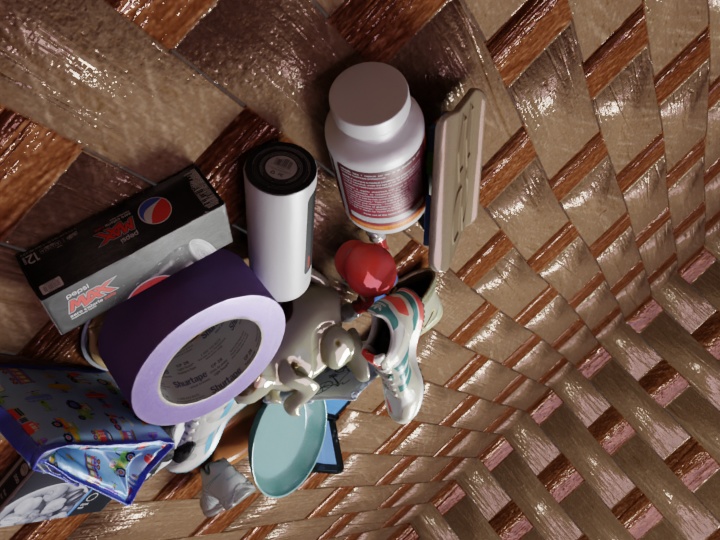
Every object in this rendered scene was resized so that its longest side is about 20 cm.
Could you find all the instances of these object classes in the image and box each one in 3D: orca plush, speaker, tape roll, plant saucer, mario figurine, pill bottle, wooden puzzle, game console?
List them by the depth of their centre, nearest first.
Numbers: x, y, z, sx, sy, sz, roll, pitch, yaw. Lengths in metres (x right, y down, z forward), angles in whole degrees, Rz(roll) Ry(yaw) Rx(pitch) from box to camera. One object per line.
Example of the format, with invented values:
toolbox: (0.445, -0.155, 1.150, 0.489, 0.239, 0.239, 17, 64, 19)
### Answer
pill bottle: (0.021, -0.137, 0.881, 0.113, 0.113, 0.200, -35, 154, -11)
tape roll: (-0.191, 0.078, 0.885, 0.199, 0.085, 0.201, -32, 149, -22)
speaker: (-0.094, -0.050, 0.898, 0.081, 0.081, 0.201, -28, 151, -25)
wooden puzzle: (0.109, -0.117, 0.942, 0.200, 0.046, 0.187, -47, 141, -61)
orca plush: (-0.256, 0.203, 0.996, 0.200, 0.105, 0.071, -41, 180, 10)
mario figurine: (0.000, 0.000, 1.109, 0.105, 0.125, 0.200, -16, 165, 4)
plant saucer: (-0.127, 0.274, 1.282, 0.199, 0.036, 0.202, -24, 119, -53)
plant saucer: (-0.216, 0.274, 1.285, 0.199, 0.038, 0.201, -33, 153, -19)
game console: (-0.045, 0.284, 1.450, 0.118, 0.174, 0.200, -19, 159, 17)

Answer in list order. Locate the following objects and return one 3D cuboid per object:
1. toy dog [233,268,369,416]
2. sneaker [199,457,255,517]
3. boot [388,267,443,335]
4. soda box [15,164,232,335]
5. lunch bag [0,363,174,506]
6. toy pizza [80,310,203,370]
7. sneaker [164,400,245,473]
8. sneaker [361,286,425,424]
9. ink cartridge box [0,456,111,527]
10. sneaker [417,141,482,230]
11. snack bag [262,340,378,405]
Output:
toy dog: (-0.108, 0.110, 1.058, 0.199, 0.139, 0.196, -23, 122, -24)
sneaker: (-0.232, 0.355, 1.278, 0.070, 0.081, 0.200, -31, 173, -33)
boot: (0.062, 0.091, 1.341, 0.200, 0.072, 0.155, -41, 155, -11)
soda box: (-0.231, -0.022, 0.774, 0.199, 0.063, 0.071, -31, 152, -19)
lunch bag: (-0.324, 0.163, 0.827, 0.094, 0.150, 0.200, -54, 151, -4)
toy pizza: (-0.237, 0.058, 0.926, 0.199, 0.032, 0.201, -32, 152, -19)
sneaker: (-0.236, 0.211, 1.130, 0.201, 0.076, 0.081, -53, 146, 8)
sneaker: (0.037, 0.127, 1.064, 0.093, 0.070, 0.202, -16, 115, -41)
ink cartridge box: (-0.373, 0.259, 1.042, 0.200, 0.043, 0.198, -49, 153, 12)
sneaker: (0.121, -0.118, 1.090, 0.114, 0.076, 0.200, -30, 147, -7)
snack bag: (-0.028, 0.155, 1.197, 0.199, 0.022, 0.188, -11, -164, 40)
